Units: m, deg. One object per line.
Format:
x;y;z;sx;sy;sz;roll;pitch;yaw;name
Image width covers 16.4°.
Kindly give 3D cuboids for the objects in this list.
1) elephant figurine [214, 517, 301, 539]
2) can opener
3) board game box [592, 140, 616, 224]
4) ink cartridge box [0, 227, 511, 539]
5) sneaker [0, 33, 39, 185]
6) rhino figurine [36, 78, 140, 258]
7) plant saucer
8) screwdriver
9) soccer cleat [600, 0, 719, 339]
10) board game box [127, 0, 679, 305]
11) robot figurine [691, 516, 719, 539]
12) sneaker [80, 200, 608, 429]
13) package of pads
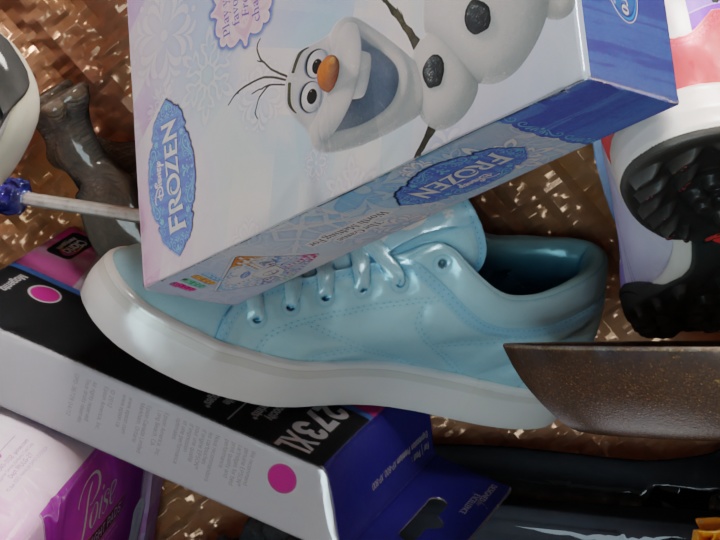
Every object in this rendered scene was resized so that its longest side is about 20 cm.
0.007;0.192;0.968;0.141;0.155;0.200;-37;105;7;elephant figurine
0.097;0.094;0.935;0.199;0.063;0.079;4;116;10;can opener
0.180;-0.062;0.860;0.199;0.039;0.158;4;109;7;board game box
-0.046;0.047;0.903;0.200;0.095;0.037;24;116;14;ink cartridge box
-0.157;-0.034;0.850;0.200;0.093;0.070;-36;83;41;sneaker
-0.028;-0.058;0.889;0.200;0.060;0.088;-25;104;25;rhino figurine
0.146;0.038;0.823;0.200;0.200;0.032;1;90;12;plant saucer
-0.111;-0.026;0.887;0.200;0.028;0.029;7;152;48;screwdriver
0.107;-0.033;0.784;0.068;0.200;0.073;-12;69;7;soccer cleat
0.001;-0.113;0.764;0.199;0.043;0.201;-23;65;44;board game box
0.160;0.138;0.888;0.145;0.058;0.200;-4;150;10;robot figurine
0.000;0.000;0.880;0.200;0.074;0.082;7;118;-33;sneaker
-0.134;0.105;0.913;0.075;0.200;0.121;15;114;10;package of pads
